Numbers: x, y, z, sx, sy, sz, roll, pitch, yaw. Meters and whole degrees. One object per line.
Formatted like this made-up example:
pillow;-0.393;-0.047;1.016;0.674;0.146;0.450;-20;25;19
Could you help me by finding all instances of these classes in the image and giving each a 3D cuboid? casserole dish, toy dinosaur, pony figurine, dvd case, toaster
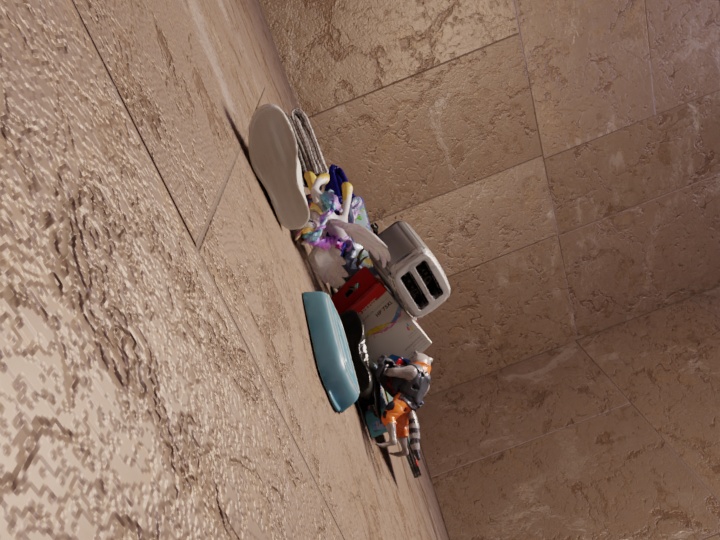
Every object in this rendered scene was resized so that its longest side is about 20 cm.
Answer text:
casserole dish;-0.042;0.114;0.818;0.202;0.038;0.122;-109;179;-45
toy dinosaur;0.000;0.000;1.178;0.105;0.178;0.204;-122;-163;-70
pony figurine;-0.049;-0.081;1.033;0.192;0.165;0.202;40;37;-27
dvd case;0.092;0.343;1.214;0.147;0.022;0.203;-104;177;-53
toaster;0.097;-0.003;1.080;0.201;0.113;0.130;57;-2;-36

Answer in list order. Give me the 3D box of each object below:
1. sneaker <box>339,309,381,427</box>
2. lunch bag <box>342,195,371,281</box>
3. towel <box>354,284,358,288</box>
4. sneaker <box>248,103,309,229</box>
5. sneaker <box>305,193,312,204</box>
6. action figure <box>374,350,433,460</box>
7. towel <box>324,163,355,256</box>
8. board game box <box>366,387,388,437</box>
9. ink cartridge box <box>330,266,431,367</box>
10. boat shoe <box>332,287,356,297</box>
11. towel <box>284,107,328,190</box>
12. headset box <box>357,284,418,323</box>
sneaker;0.000;0.185;1.035;0.105;0.059;0.203;63;13;-57
lunch bag;-0.038;-0.079;1.373;0.162;0.081;0.203;-55;-139;42
towel;-0.008;0.093;1.591;0.147;0.021;0.204;-103;-174;-69
sneaker;-0.130;-0.175;0.836;0.117;0.072;0.203;-110;-171;-47
sneaker;-0.094;-0.133;1.195;0.200;0.077;0.077;-103;173;-73
action figure;0.098;0.251;1.026;0.200;0.103;0.197;43;58;-48
towel;-0.067;-0.124;1.271;0.202;0.049;0.149;108;-31;-42
board game box;0.030;0.269;1.162;0.200;0.046;0.154;64;6;-75
ink cartridge box;0.035;0.104;1.098;0.201;0.116;0.067;48;2;-4
boat shoe;-0.026;0.070;1.356;0.200;0.059;0.075;65;5;-73
towel;-0.147;-0.306;1.440;0.166;0.084;0.204;63;5;-87
headset box;0.067;0.064;1.303;0.147;0.078;0.201;32;35;-10
